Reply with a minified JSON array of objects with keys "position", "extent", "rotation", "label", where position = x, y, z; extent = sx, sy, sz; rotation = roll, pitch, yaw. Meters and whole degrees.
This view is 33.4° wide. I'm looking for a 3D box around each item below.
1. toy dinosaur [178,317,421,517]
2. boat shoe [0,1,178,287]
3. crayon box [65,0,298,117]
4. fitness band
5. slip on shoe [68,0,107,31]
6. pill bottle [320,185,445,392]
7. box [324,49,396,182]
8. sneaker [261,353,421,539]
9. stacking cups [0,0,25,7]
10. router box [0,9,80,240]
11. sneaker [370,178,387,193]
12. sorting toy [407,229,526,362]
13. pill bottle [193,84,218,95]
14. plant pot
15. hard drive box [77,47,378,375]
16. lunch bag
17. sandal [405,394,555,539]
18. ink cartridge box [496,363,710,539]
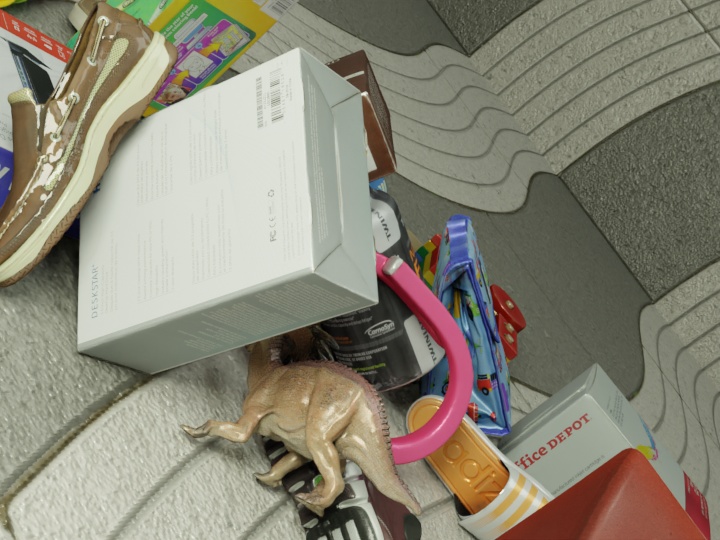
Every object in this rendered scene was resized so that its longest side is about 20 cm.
[{"position":[-0.032,0.091,0.851],"extent":[0.199,0.136,0.086],"rotation":[24,-14,27],"label":"toy dinosaur"},{"position":[-0.203,-0.088,0.787],"extent":[0.075,0.074,0.204],"rotation":[38,65,-24],"label":"boat shoe"},{"position":[-0.159,-0.230,1.098],"extent":[0.118,0.200,0.059],"rotation":[21,33,-57],"label":"crayon box"},{"position":[0.014,0.074,1.020],"extent":[0.200,0.144,0.037],"rotation":[49,-15,-22],"label":"fitness band"},{"position":[-0.221,-0.250,1.202],"extent":[0.076,0.061,0.200],"rotation":[48,16,9],"label":"slip on shoe"},{"position":[0.000,0.000,1.085],"extent":[0.106,0.105,0.202],"rotation":[-80,151,-67],"label":"pill bottle"},{"position":[-0.027,-0.125,1.029],"extent":[0.200,0.099,0.076],"rotation":[-92,161,-72],"label":"box"},{"position":[-0.010,0.158,0.929],"extent":[0.115,0.075,0.202],"rotation":[33,35,-55],"label":"sneaker"},{"position":[-0.292,-0.278,1.095],"extent":[0.061,0.060,0.200],"rotation":[48,18,-6],"label":"stacking cups"},{"position":[-0.252,-0.116,0.893],"extent":[0.199,0.049,0.181],"rotation":[26,30,-53],"label":"router box"},{"position":[0.013,-0.029,1.204],"extent":[0.106,0.075,0.202],"rotation":[-70,154,-50],"label":"sneaker"},{"position":[0.127,0.040,1.478],"extent":[0.200,0.069,0.199],"rotation":[48,18,-10],"label":"sorting toy"},{"position":[-0.119,-0.083,1.056],"extent":[0.109,0.108,0.201],"rotation":[40,21,-29],"label":"pill bottle"},{"position":[0.172,0.293,0.925],"extent":[0.201,0.200,0.176],"rotation":[54,31,10],"label":"plant pot"},{"position":[-0.094,-0.034,0.803],"extent":[0.077,0.198,0.158],"rotation":[27,53,-52],"label":"hard drive box"},{"position":[0.100,0.044,1.213],"extent":[0.151,0.093,0.202],"rotation":[-75,160,-69],"label":"lunch bag"},{"position":[0.113,0.207,1.119],"extent":[0.207,0.079,0.059],"rotation":[44,18,8],"label":"sandal"},{"position":[0.256,0.230,1.293],"extent":[0.201,0.145,0.145],"rotation":[52,18,2],"label":"ink cartridge box"}]
